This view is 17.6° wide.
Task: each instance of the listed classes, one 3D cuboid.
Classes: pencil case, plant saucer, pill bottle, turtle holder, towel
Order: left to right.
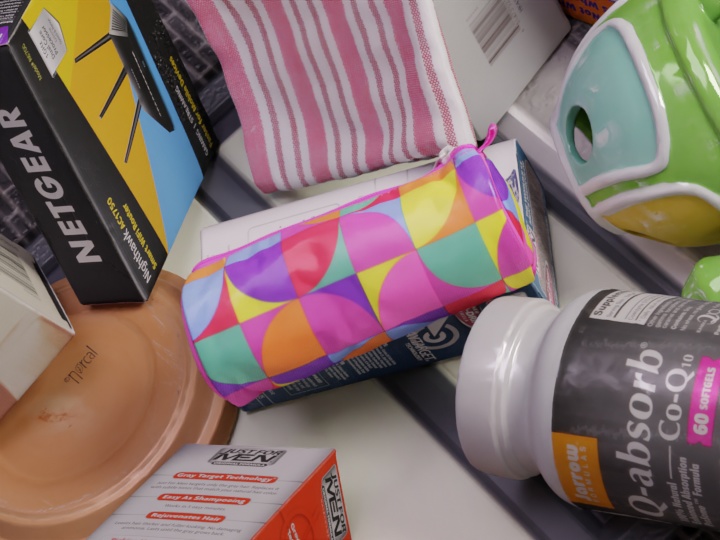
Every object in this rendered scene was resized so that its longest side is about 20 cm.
[{"bbox_3d":[-0.167,0.081,1.393,0.199,0.032,0.202,-13,53,18],"label":"plant saucer"},{"bbox_3d":[-0.021,-0.122,1.354,0.030,0.147,0.199,-28,12,-36],"label":"towel"},{"bbox_3d":[0.000,0.000,1.254,0.199,0.088,0.089,-25,50,9],"label":"pencil case"},{"bbox_3d":[0.156,0.070,1.182,0.199,0.117,0.117,6,61,30],"label":"pill bottle"},{"bbox_3d":[0.186,-0.067,1.267,0.131,0.141,0.186,-30,88,24],"label":"turtle holder"}]

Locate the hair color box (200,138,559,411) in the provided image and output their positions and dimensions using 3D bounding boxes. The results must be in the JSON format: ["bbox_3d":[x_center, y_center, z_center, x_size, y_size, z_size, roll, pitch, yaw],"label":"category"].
[{"bbox_3d":[0.010,0.004,1.337,0.199,0.061,0.101,-15,55,17],"label":"hair color box"}]

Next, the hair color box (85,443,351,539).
[{"bbox_3d":[-0.091,0.161,1.215,0.101,0.062,0.200,0,24,27],"label":"hair color box"}]

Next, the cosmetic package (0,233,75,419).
[{"bbox_3d":[-0.273,0.068,1.383,0.200,0.087,0.103,-47,39,9],"label":"cosmetic package"}]

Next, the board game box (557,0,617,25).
[{"bbox_3d":[0.139,-0.289,1.382,0.199,0.200,0.200,28,74,37],"label":"board game box"}]

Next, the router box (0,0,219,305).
[{"bbox_3d":[-0.161,-0.101,1.387,0.051,0.201,0.150,-4,43,25],"label":"router box"}]

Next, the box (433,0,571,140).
[{"bbox_3d":[0.010,-0.182,1.424,0.199,0.125,0.098,28,73,37],"label":"box"}]
